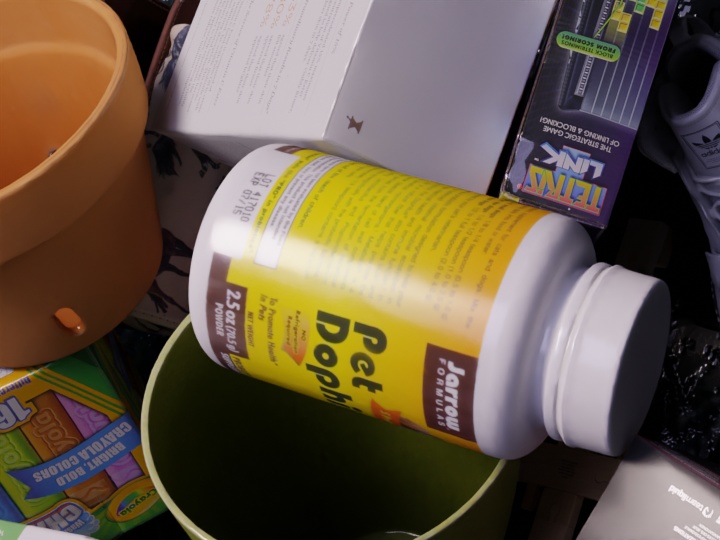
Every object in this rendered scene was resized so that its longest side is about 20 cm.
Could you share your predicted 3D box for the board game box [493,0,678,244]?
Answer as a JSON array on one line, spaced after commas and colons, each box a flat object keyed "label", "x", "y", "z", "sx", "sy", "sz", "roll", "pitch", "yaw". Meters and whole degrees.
[{"label": "board game box", "x": 0.114, "y": -0.090, "z": 0.862, "sx": 0.056, "sy": 0.200, "sz": 0.166, "roll": 17, "pitch": 84, "yaw": 3}]

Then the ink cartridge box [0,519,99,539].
[{"label": "ink cartridge box", "x": -0.173, "y": 0.241, "z": 0.888, "sx": 0.144, "sy": 0.084, "sz": 0.201, "roll": -4, "pitch": 66, "yaw": 54}]

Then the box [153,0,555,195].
[{"label": "box", "x": -0.008, "y": -0.109, "z": 0.868, "sx": 0.200, "sy": 0.097, "sz": 0.125, "roll": 11, "pitch": 79, "yaw": 60}]

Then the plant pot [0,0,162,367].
[{"label": "plant pot", "x": -0.196, "y": -0.042, "z": 0.936, "sx": 0.199, "sy": 0.140, "sz": 0.201, "roll": -13, "pitch": 43, "yaw": 12}]

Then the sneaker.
[{"label": "sneaker", "x": 0.189, "y": -0.030, "z": 0.839, "sx": 0.075, "sy": 0.115, "sz": 0.201, "roll": -16, "pitch": 67, "yaw": 32}]

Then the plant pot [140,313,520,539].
[{"label": "plant pot", "x": 0.001, "y": 0.122, "z": 0.869, "sx": 0.186, "sy": 0.201, "sz": 0.188, "roll": -6, "pitch": 50, "yaw": 7}]

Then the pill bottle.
[{"label": "pill bottle", "x": 0.031, "y": 0.016, "z": 0.746, "sx": 0.199, "sy": 0.109, "sz": 0.110, "roll": 16, "pitch": 85, "yaw": 24}]

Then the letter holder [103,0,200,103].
[{"label": "letter holder", "x": -0.169, "y": -0.090, "z": 1.106, "sx": 0.100, "sy": 0.142, "sz": 0.201, "roll": 7, "pitch": 80, "yaw": 38}]

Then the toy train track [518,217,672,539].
[{"label": "toy train track", "x": 0.133, "y": 0.071, "z": 0.907, "sx": 0.114, "sy": 0.032, "sz": 0.201, "roll": 8, "pitch": 76, "yaw": 45}]

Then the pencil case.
[{"label": "pencil case", "x": -0.105, "y": -0.057, "z": 1.052, "sx": 0.077, "sy": 0.089, "sz": 0.201, "roll": 11, "pitch": 79, "yaw": 22}]

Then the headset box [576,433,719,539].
[{"label": "headset box", "x": 0.192, "y": 0.149, "z": 0.728, "sx": 0.149, "sy": 0.200, "sz": 0.078, "roll": 32, "pitch": 95, "yaw": 39}]

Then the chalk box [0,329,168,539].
[{"label": "chalk box", "x": -0.195, "y": 0.099, "z": 1.046, "sx": 0.123, "sy": 0.201, "sz": 0.125, "roll": -26, "pitch": 43, "yaw": -2}]
